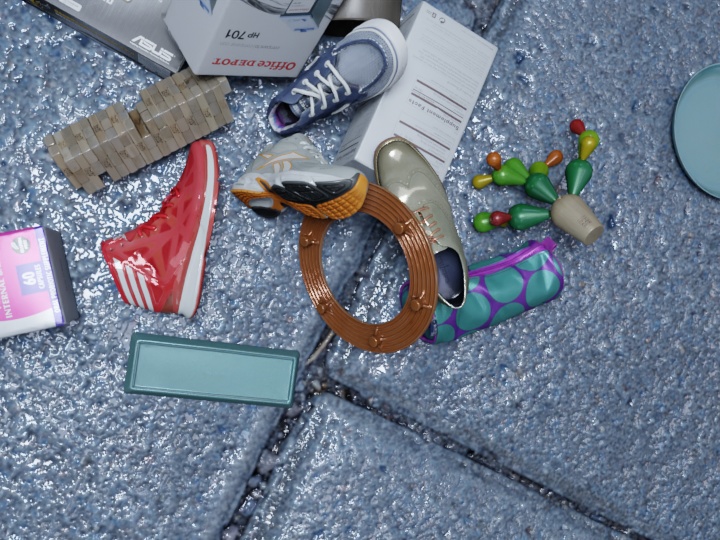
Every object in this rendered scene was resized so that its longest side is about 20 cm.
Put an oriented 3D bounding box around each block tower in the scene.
[{"bbox_3d":[-0.234,-0.157,0.743,0.199,0.058,0.054,-31,57,-10],"label":"block tower"}]

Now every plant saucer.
[{"bbox_3d":[-0.170,0.119,0.794,0.198,0.019,0.071,9,86,-16],"label":"plant saucer"},{"bbox_3d":[0.540,-0.204,1.010,0.198,0.027,0.203,0,90,-16],"label":"plant saucer"}]

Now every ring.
[{"bbox_3d":[0.000,0.000,0.763,0.019,0.199,0.202,-22,96,-47],"label":"ring"}]

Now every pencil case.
[{"bbox_3d":[0.154,0.025,0.858,0.198,0.085,0.093,-18,130,-17],"label":"pencil case"}]

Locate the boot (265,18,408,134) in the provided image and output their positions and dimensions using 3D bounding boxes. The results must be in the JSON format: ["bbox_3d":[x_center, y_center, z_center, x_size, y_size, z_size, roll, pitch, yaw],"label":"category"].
[{"bbox_3d":[-0.030,-0.199,0.741,0.090,0.200,0.073,-42,103,-25],"label":"boot"}]

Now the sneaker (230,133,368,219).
[{"bbox_3d":[-0.063,-0.113,0.745,0.076,0.199,0.093,38,68,-42],"label":"sneaker"}]

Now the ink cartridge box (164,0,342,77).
[{"bbox_3d":[-0.092,-0.300,0.694,0.146,0.200,0.086,-15,65,-44],"label":"ink cartridge box"}]

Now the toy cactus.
[{"bbox_3d":[0.241,-0.102,0.858,0.199,0.103,0.165,-32,54,-9],"label":"toy cactus"}]

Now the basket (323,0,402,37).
[{"bbox_3d":[-0.007,-0.383,0.783,0.135,0.180,0.202,-4,100,-27],"label":"basket"}]

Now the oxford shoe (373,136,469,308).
[{"bbox_3d":[0.075,-0.051,0.739,0.070,0.074,0.201,-28,108,4],"label":"oxford shoe"}]

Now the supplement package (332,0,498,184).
[{"bbox_3d":[0.061,-0.191,0.819,0.109,0.114,0.202,25,84,-16],"label":"supplement package"}]

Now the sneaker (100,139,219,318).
[{"bbox_3d":[-0.223,-0.053,0.750,0.114,0.078,0.202,8,86,-18],"label":"sneaker"}]

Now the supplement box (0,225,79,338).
[{"bbox_3d":[-0.402,0.025,0.681,0.198,0.103,0.102,-13,94,-15],"label":"supplement box"}]

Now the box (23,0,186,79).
[{"bbox_3d":[-0.261,-0.330,0.757,0.199,0.048,0.160,28,82,-15],"label":"box"}]
